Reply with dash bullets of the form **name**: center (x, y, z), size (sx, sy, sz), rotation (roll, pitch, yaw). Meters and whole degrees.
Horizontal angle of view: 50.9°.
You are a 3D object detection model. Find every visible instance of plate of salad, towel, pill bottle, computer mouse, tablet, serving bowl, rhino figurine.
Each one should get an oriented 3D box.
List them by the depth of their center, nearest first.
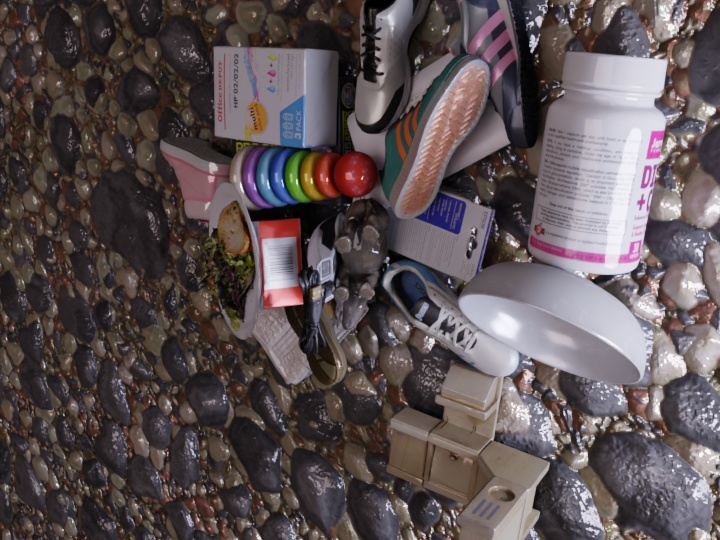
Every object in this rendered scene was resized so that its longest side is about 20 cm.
- **pill bottle**: center (0.234, -0.108, 0.746), size (0.112, 0.113, 0.203), rotation (16, 110, 33)
- **serving bowl**: center (0.203, 0.044, 0.783), size (0.198, 0.200, 0.066), rotation (19, 74, 33)
- **tablet**: center (0.077, -0.168, 0.891), size (0.199, 0.014, 0.132), rotation (-26, 77, 32)
- **rhino figurine**: center (0.000, 0.000, 0.939), size (0.059, 0.088, 0.202), rotation (11, 130, 6)
- **computer mouse**: center (-0.051, 0.000, 0.946), size (0.043, 0.201, 0.111), rotation (2, 126, 8)
- **plate of salad**: center (-0.173, -0.010, 0.969), size (0.200, 0.047, 0.203), rotation (28, 122, 58)
- **towel**: center (-0.083, 0.065, 1.080), size (0.133, 0.034, 0.200), rotation (51, 125, 16)

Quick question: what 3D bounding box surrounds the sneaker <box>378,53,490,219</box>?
- **sneaker**: center (0.069, -0.157, 0.830), size (0.080, 0.071, 0.201), rotation (57, 135, 35)

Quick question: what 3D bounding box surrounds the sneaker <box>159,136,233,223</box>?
- **sneaker**: center (-0.241, -0.130, 1.104), size (0.200, 0.075, 0.106), rotation (33, 122, 49)

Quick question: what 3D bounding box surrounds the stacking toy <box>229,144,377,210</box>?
- **stacking toy**: center (-0.065, -0.120, 0.940), size (0.198, 0.085, 0.087), rotation (1, 102, 34)

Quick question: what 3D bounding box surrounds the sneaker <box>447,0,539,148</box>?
- **sneaker**: center (0.140, -0.224, 0.816), size (0.081, 0.070, 0.203), rotation (-11, 86, 28)

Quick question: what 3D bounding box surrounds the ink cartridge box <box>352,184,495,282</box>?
- **ink cartridge box**: center (0.074, -0.063, 0.929), size (0.199, 0.037, 0.096), rotation (26, 114, 33)

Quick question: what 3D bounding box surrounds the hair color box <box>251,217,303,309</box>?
- **hair color box**: center (-0.143, -0.012, 1.035), size (0.199, 0.063, 0.113), rotation (5, 99, 62)

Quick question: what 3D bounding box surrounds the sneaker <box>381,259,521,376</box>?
- **sneaker**: center (0.104, 0.061, 0.913), size (0.199, 0.072, 0.072), rotation (39, 120, 22)

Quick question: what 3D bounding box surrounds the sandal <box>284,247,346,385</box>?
- **sandal**: center (-0.055, 0.059, 0.999), size (0.202, 0.053, 0.081), rotation (64, 142, 30)

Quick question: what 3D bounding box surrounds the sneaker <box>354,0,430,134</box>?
- **sneaker**: center (0.021, -0.261, 0.876), size (0.073, 0.080, 0.203), rotation (17, 101, 32)

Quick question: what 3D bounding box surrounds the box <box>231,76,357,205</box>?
- **box**: center (-0.092, -0.178, 1.022), size (0.198, 0.044, 0.163), rotation (10, 107, 36)

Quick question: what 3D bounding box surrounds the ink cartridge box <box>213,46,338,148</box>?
- **ink cartridge box**: center (-0.125, -0.224, 0.965), size (0.198, 0.067, 0.117), rotation (13, 108, 35)

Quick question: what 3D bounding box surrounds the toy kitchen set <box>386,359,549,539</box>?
- **toy kitchen set**: center (0.101, 0.217, 0.882), size (0.198, 0.180, 0.166), rotation (15, 109, 29)
